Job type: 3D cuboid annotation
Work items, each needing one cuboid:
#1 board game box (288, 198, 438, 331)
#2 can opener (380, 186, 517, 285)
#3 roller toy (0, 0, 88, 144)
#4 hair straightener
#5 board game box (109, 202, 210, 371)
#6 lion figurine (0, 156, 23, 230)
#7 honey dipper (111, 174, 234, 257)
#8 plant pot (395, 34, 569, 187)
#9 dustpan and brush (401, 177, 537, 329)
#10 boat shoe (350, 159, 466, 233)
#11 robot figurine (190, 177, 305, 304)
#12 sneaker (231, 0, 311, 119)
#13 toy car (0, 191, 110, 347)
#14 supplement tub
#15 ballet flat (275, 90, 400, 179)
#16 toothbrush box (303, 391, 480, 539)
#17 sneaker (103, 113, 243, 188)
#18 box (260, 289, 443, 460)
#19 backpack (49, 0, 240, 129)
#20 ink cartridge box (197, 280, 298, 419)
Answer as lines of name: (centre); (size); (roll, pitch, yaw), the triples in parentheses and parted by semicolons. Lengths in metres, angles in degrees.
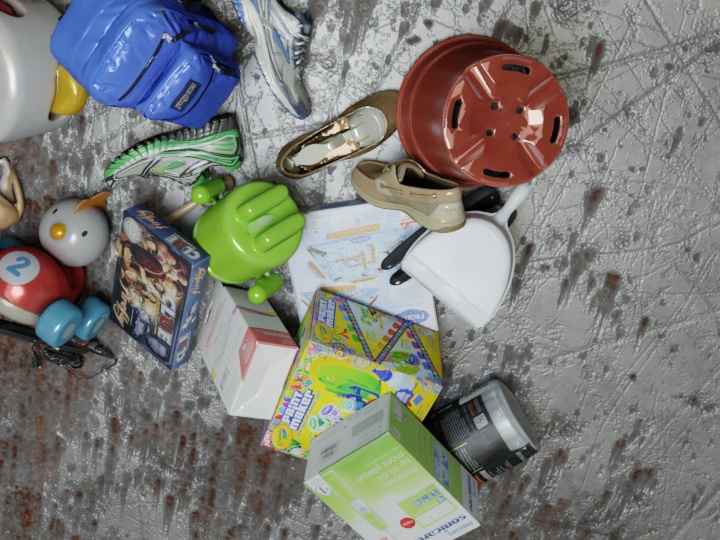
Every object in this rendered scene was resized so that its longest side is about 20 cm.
board game box: (0.000, 0.000, 1.188); (0.198, 0.041, 0.201); (-7, 107, 6)
can opener: (0.113, -0.050, 1.128); (0.199, 0.079, 0.064); (-29, 106, -10)
roller toy: (-0.452, -0.261, 1.067); (0.199, 0.140, 0.184); (-18, 98, 31)
hair straightener: (-0.467, 0.113, 1.261); (0.199, 0.041, 0.077); (21, 108, -8)
board game box: (-0.282, 0.026, 1.158); (0.135, 0.035, 0.201); (35, 129, 19)
lion figurine: (-0.549, -0.073, 1.185); (0.199, 0.073, 0.123); (-21, 113, 5)
honey dipper: (-0.262, -0.076, 1.184); (0.199, 0.038, 0.038); (-30, 104, 10)
plant pot: (0.154, -0.189, 1.023); (0.199, 0.195, 0.203); (-1, 103, -5)
dustpan and brush: (0.164, -0.044, 1.083); (0.139, 0.057, 0.200); (39, 99, 3)
boat shoe: (0.061, -0.114, 1.085); (0.071, 0.199, 0.065); (-28, 129, -32)
robot figurine: (-0.153, -0.048, 1.117); (0.176, 0.115, 0.200); (58, 147, -7)
sneaker: (-0.098, -0.296, 1.084); (0.085, 0.077, 0.201); (-21, 106, 6)
toy car: (-0.415, -0.032, 1.148); (0.184, 0.177, 0.201); (34, 94, 5)
supplement tub: (0.147, 0.257, 1.220); (0.199, 0.123, 0.123); (-32, 103, 12)
ballet flat: (-0.027, -0.176, 1.117); (0.199, 0.072, 0.068); (-23, 104, 10)
toothbrush box: (0.044, 0.283, 1.116); (0.145, 0.086, 0.200); (-33, 114, 21)
sneaker: (-0.256, -0.145, 1.139); (0.198, 0.078, 0.086); (-15, 107, 8)
box: (-0.014, 0.165, 1.170); (0.191, 0.122, 0.201); (19, 121, -10)
backpack: (-0.253, -0.268, 1.014); (0.168, 0.200, 0.163); (42, 105, 20)
ink cartridge box: (-0.165, 0.103, 1.175); (0.067, 0.200, 0.117); (11, 111, -31)
